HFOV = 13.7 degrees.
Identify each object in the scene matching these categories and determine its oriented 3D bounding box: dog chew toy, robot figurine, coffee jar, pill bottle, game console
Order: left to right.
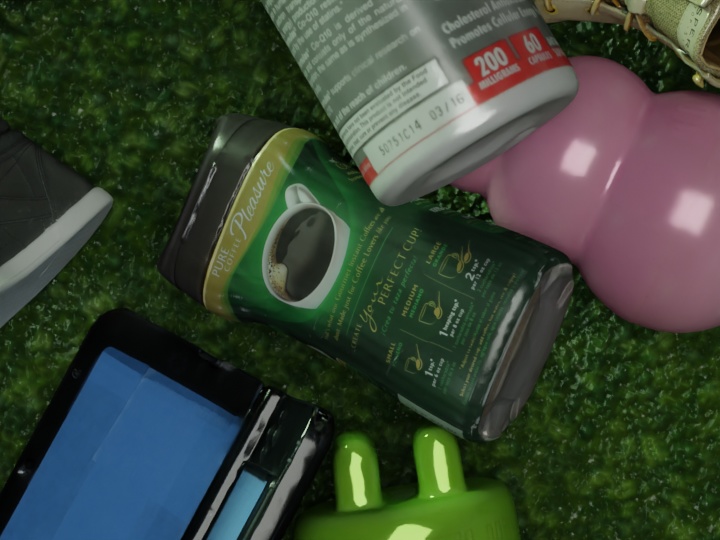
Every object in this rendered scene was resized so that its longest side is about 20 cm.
[{"bbox_3d":[-0.116,0.131,1.478,0.116,0.176,0.201,29,86,-9],"label":"game console"},{"bbox_3d":[0.000,0.000,1.501,0.199,0.085,0.105,26,97,18],"label":"coffee jar"},{"bbox_3d":[0.009,-0.143,1.437,0.113,0.114,0.201,-30,84,-2],"label":"pill bottle"},{"bbox_3d":[0.031,0.178,1.520,0.174,0.116,0.202,-10,92,-2],"label":"robot figurine"},{"bbox_3d":[0.120,-0.052,1.523,0.199,0.125,0.125,26,90,4],"label":"dog chew toy"}]

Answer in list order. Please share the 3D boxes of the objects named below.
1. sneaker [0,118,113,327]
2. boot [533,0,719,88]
[{"bbox_3d":[-0.215,-0.011,1.486,0.099,0.200,0.071,40,133,4],"label":"sneaker"},{"bbox_3d":[0.128,-0.140,1.488,0.199,0.156,0.073,-13,123,-14],"label":"boot"}]
